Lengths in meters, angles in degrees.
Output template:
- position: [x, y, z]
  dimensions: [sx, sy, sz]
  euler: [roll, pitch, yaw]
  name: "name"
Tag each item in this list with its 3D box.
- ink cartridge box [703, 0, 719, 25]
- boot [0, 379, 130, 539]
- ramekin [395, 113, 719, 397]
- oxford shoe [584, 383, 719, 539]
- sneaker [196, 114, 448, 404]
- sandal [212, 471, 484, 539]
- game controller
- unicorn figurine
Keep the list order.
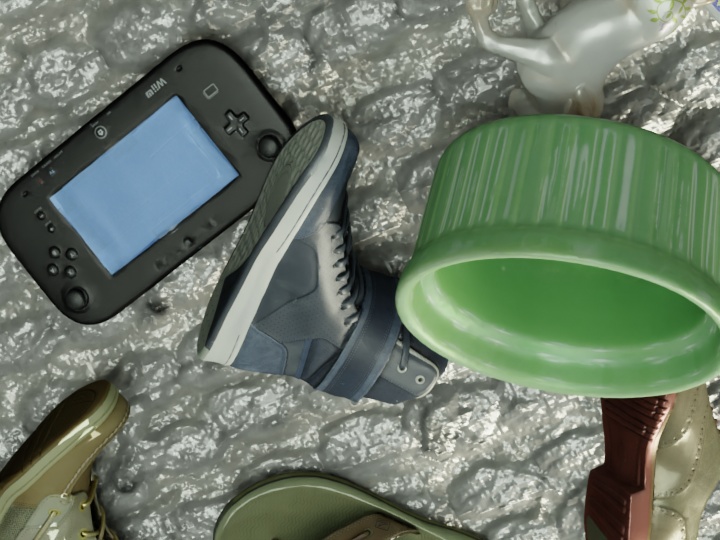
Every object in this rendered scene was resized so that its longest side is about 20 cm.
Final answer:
- position: [0.214, -0.209, 1.607]
  dimensions: [0.099, 0.039, 0.200]
  euler: [-39, 105, 22]
  name: "ink cartridge box"
- position: [-0.169, 0.176, 1.810]
  dimensions: [0.154, 0.072, 0.200]
  euler: [37, 118, -8]
  name: "boot"
- position: [0.125, -0.009, 1.626]
  dimensions: [0.199, 0.098, 0.200]
  euler: [9, 156, 4]
  name: "ramekin"
- position: [0.193, 0.093, 1.737]
  dimensions: [0.074, 0.070, 0.201]
  euler: [1, 112, -27]
  name: "oxford shoe"
- position: [0.000, -0.001, 1.683]
  dimensions: [0.145, 0.077, 0.203]
  euler: [19, 134, -9]
  name: "sneaker"
- position: [0.003, 0.186, 1.796]
  dimensions: [0.200, 0.057, 0.080]
  euler: [14, 114, 2]
  name: "sandal"
- position: [-0.131, -0.054, 1.721]
  dimensions: [0.200, 0.042, 0.104]
  euler: [-37, 104, 20]
  name: "game controller"
- position: [0.124, -0.139, 1.602]
  dimensions: [0.199, 0.074, 0.138]
  euler: [-28, 109, 32]
  name: "unicorn figurine"
